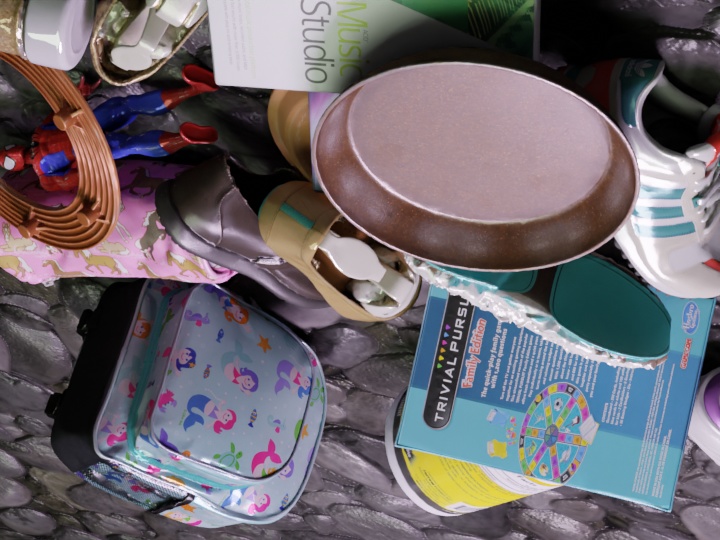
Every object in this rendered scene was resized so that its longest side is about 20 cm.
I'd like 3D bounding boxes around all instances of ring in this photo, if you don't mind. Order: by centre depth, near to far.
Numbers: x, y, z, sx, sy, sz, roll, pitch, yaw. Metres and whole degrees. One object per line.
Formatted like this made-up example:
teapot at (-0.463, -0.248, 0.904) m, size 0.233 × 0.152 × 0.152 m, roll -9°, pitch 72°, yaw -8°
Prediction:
ring at (-0.245, -0.095, 1.532) m, size 0.200 × 0.019 × 0.201 m, roll 30°, pitch 143°, yaw 26°

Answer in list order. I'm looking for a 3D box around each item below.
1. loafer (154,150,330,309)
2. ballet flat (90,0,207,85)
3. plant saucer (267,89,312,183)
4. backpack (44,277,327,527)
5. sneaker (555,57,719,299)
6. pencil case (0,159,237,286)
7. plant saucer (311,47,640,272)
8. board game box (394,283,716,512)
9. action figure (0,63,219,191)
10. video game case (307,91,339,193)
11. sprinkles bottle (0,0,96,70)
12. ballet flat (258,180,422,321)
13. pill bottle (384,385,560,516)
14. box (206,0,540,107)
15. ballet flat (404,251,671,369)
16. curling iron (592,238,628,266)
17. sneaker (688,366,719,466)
loafer at (-0.052, -0.029, 1.540) m, size 0.071 × 0.073 × 0.199 m, roll -37°, pitch 148°, yaw 27°
ballet flat at (-0.116, -0.170, 1.372) m, size 0.070 × 0.066 × 0.200 m, roll 23°, pitch 150°, yaw -15°
plant saucer at (0.032, -0.082, 1.476) m, size 0.198 × 0.033 × 0.201 m, roll 13°, pitch 151°, yaw 7°
backpack at (-0.119, 0.107, 1.732) m, size 0.199 × 0.179 × 0.150 m, roll 33°, pitch 152°, yaw -33°
sneaker at (0.198, -0.056, 1.376) m, size 0.093 × 0.071 × 0.200 m, roll -11°, pitch 130°, yaw 42°
pencil case at (-0.174, -0.034, 1.617) m, size 0.198 × 0.083 × 0.087 m, roll 0°, pitch 145°, yaw 27°
plant saucer at (0.071, -0.070, 1.331) m, size 0.198 × 0.035 × 0.201 m, roll 8°, pitch 145°, yaw 6°
board game box at (0.138, 0.072, 1.555) m, size 0.198 × 0.153 × 0.047 m, roll 13°, pitch 179°, yaw 10°
action figure at (-0.183, -0.096, 1.538) m, size 0.199 × 0.066 × 0.051 m, roll -14°, pitch 164°, yaw 42°
video game case at (0.036, -0.117, 1.377) m, size 0.141 × 0.019 × 0.201 m, roll 8°, pitch 138°, yaw 9°
sprinkles bottle at (-0.273, -0.183, 1.431) m, size 0.198 × 0.069 × 0.068 m, roll 13°, pitch 151°, yaw 8°
ballet flat at (0.000, 0.000, 1.522) m, size 0.063 × 0.069 × 0.200 m, roll 31°, pitch -179°, yaw 36°
pill bottle at (0.117, 0.114, 1.678) m, size 0.112 × 0.113 × 0.199 m, roll 33°, pitch 147°, yaw -25°
box at (0.007, -0.165, 1.290) m, size 0.198 × 0.037 × 0.145 m, roll 4°, pitch 135°, yaw 7°
ballet flat at (0.118, 0.010, 1.501) m, size 0.199 × 0.072 × 0.072 m, roll 25°, pitch 150°, yaw -7°
curling iron at (0.184, -0.020, 1.503) m, size 0.198 × 0.026 × 0.050 m, roll 3°, pitch 144°, yaw 24°
sneaker at (0.321, 0.129, 1.654) m, size 0.199 × 0.075 × 0.100 m, roll 30°, pitch 162°, yaw -13°
